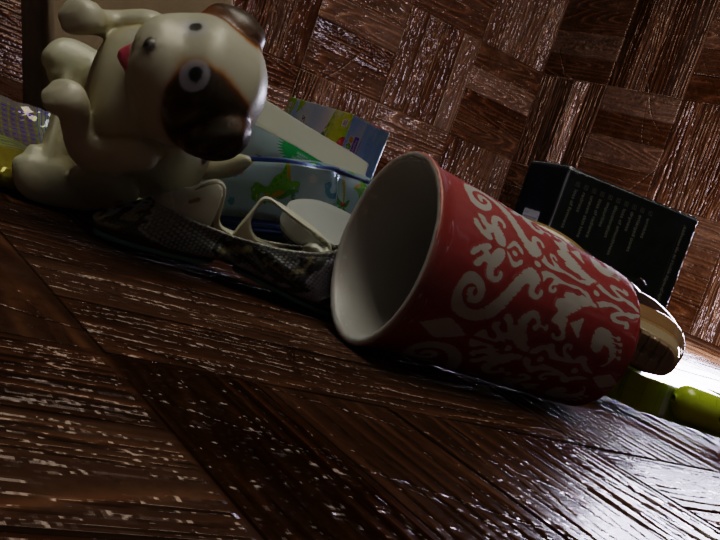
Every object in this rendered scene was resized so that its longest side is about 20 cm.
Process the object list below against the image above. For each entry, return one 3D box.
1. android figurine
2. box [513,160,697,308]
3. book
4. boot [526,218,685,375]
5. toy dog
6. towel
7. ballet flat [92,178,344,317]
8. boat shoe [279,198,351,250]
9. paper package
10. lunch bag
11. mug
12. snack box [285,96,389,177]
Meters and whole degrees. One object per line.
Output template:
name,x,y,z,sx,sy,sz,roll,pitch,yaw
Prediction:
android figurine,0.285,0.112,0.921,0.196,0.042,0.182,21,6,-12
box,0.286,-0.009,1.224,0.193,0.204,0.124,19,5,-16
book,-0.095,-0.106,1.070,0.132,0.049,0.199,28,-27,-20
boot,0.202,0.017,0.877,0.199,0.073,0.166,38,15,4
toy dog,-0.146,-0.114,0.710,0.192,0.142,0.199,30,-27,-27
towel,-0.242,-0.094,0.821,0.197,0.023,0.144,18,26,-33
ballet flat,-0.096,-0.029,0.719,0.197,0.073,0.072,19,6,-10
boat shoe,0.000,0.000,0.830,0.198,0.064,0.071,22,25,-43
paper package,-0.228,-0.199,0.970,0.197,0.195,0.103,-1,-3,-35
lunch bag,-0.065,-0.057,0.933,0.158,0.084,0.199,8,-1,26
mug,0.096,-0.002,0.703,0.197,0.181,0.133,22,-35,-26
snack box,-0.061,-0.132,1.297,0.067,0.172,0.199,20,4,-31
